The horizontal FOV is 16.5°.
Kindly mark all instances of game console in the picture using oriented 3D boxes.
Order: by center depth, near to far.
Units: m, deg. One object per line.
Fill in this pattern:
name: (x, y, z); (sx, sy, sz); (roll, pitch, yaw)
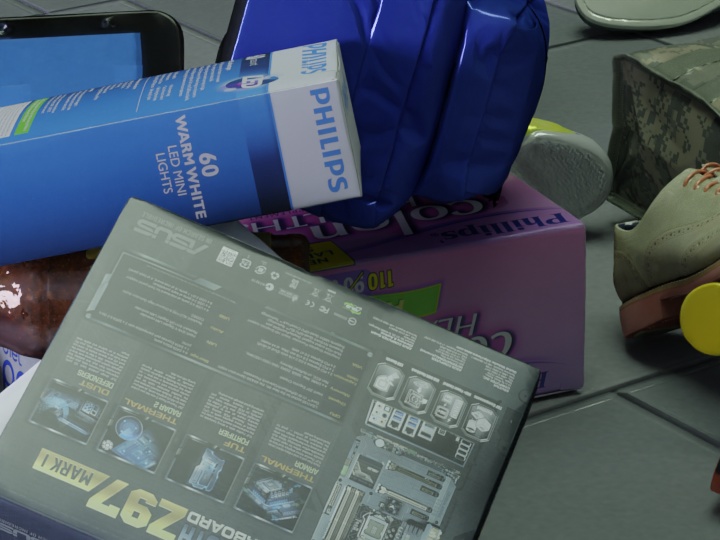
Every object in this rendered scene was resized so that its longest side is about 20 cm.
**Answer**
game console: (-0.196, -0.060, 1.292); (0.199, 0.119, 0.172); (-3, 15, 4)

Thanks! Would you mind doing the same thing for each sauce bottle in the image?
sauce bottle: (-0.123, 0.013, 1.183); (0.199, 0.066, 0.066); (1, 22, -1)

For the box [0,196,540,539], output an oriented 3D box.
box: (-0.042, 0.076, 1.051); (0.199, 0.051, 0.158); (22, 58, 4)

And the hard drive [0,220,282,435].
hard drive: (-0.084, 0.077, 1.090); (0.132, 0.027, 0.200); (41, 63, 16)

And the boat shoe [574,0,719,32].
boat shoe: (0.253, -0.221, 1.965); (0.199, 0.073, 0.062); (-18, -16, -22)

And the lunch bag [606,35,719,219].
lunch bag: (0.265, -0.066, 1.483); (0.163, 0.118, 0.200); (-13, 31, -27)

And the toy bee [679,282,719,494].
toy bee: (0.223, 0.030, 1.232); (0.130, 0.109, 0.200); (12, 30, -2)

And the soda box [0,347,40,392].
soda box: (-0.111, 0.075, 1.207); (0.063, 0.069, 0.200); (-12, 25, -30)

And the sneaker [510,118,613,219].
sneaker: (0.058, -0.071, 1.554); (0.199, 0.076, 0.105); (1, 21, 6)

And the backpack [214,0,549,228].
backpack: (0.011, -0.110, 1.295); (0.167, 0.163, 0.200); (21, 14, -1)

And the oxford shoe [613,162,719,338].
oxford shoe: (0.189, -0.025, 1.303); (0.071, 0.074, 0.200); (-8, -14, -33)

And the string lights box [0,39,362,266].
string lights box: (-0.102, -0.054, 1.154); (0.199, 0.059, 0.103); (-11, 15, 3)

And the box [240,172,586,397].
box: (0.000, 0.000, 1.351); (0.175, 0.097, 0.200); (-9, 24, -20)
